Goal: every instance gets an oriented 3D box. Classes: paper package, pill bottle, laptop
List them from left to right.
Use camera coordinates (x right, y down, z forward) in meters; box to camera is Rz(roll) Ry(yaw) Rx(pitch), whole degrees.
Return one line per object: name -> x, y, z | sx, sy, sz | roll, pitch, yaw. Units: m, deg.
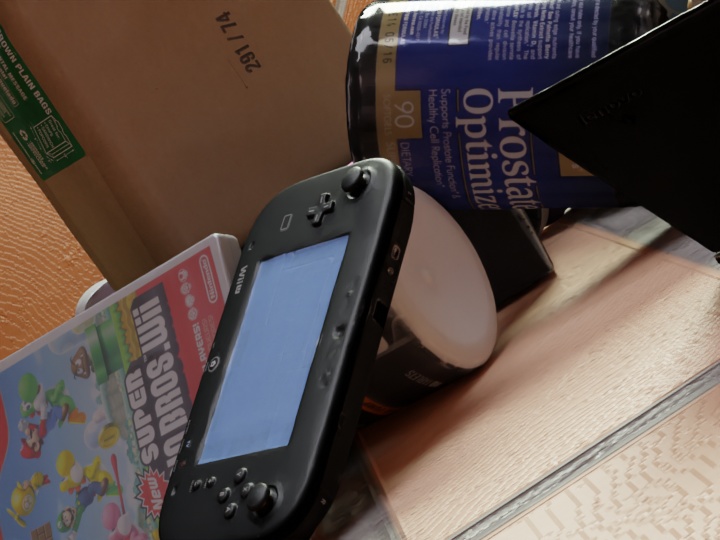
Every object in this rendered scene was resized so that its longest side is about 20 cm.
paper package -> -0.105, -0.108, 1.285 | 0.191, 0.200, 0.103 | -39, 8, -36
pill bottle -> -0.037, 0.042, 1.165 | 0.200, 0.106, 0.106 | -30, 7, 30
pill bottle -> 0.100, -0.087, 1.167 | 0.200, 0.112, 0.112 | -1, 14, 12
laptop -> 0.202, -0.091, 0.946 | 0.187, 0.116, 0.200 | -27, 9, 43

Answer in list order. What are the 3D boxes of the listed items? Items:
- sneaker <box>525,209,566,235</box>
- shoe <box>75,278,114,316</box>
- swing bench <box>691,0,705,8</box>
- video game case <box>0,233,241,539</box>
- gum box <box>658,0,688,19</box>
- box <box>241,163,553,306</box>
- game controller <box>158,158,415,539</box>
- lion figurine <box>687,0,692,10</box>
sneaker -> 0.110, -0.120, 1.388 | 0.076, 0.200, 0.088 | 29, 45, 33
shoe -> -0.125, 0.028, 1.629 | 0.200, 0.072, 0.091 | -7, 4, -32
swing bench -> 0.274, -0.202, 1.096 | 0.199, 0.130, 0.200 | -3, 18, 25
video game case -> -0.120, 0.086, 1.144 | 0.200, 0.143, 0.017 | -29, -24, 34
gum box -> 0.174, -0.173, 1.407 | 0.170, 0.200, 0.045 | -26, 51, 26
box -> 0.000, 0.000, 1.317 | 0.200, 0.104, 0.148 | -32, 6, 5
game controller -> -0.034, 0.040, 1.036 | 0.104, 0.042, 0.200 | -9, 52, 38
lion figurine -> 0.170, -0.088, 1.281 | 0.123, 0.072, 0.200 | -67, 15, 0
